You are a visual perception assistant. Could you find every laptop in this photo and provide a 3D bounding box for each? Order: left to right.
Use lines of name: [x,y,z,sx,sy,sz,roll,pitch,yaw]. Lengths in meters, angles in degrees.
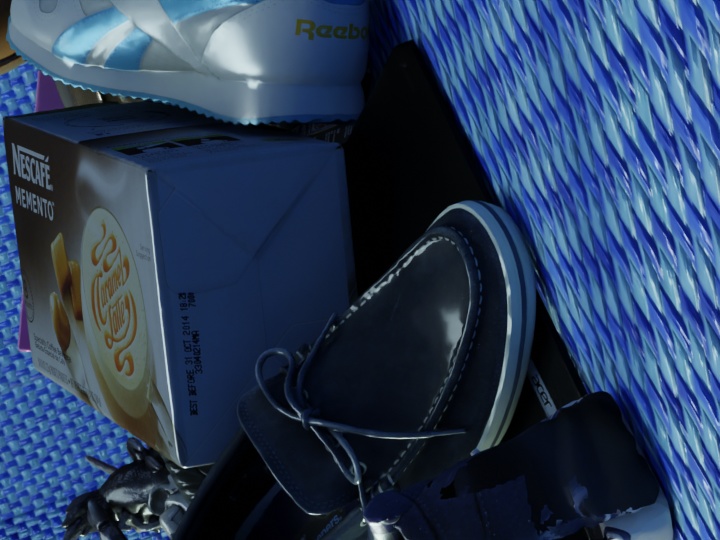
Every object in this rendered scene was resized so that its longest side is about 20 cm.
laptop: [0.056,0.041,1.048,0.200,0.103,0.177,35,-154,-52]

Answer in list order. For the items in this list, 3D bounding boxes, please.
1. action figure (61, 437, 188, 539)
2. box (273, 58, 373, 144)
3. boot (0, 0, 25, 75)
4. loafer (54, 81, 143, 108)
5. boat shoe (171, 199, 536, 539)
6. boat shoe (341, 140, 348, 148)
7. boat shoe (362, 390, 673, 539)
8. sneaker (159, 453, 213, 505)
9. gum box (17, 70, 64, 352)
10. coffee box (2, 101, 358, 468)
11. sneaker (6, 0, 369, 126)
action figure: [-0.073,0.131,1.353,0.102,0.119,0.200,62,166,-20]
box: [-0.046,-0.130,1.239,0.200,0.044,0.160,99,150,-79]
boot: [-0.142,-0.190,1.257,0.074,0.200,0.155,31,162,7]
loafer: [-0.101,-0.105,1.241,0.071,0.073,0.200,37,161,43]
boat shoe: [-0.005,0.058,0.967,0.200,0.062,0.075,-55,49,29]
boat shoe: [0.000,0.000,1.180,0.066,0.074,0.200,55,172,13]
boat shoe: [0.052,0.115,0.923,0.200,0.093,0.075,78,170,-53]
sneaker: [-0.062,0.059,1.288,0.200,0.076,0.077,-111,3,-52]
gum box: [-0.111,-0.044,1.420,0.066,0.113,0.200,-168,82,-87]
coffee box: [-0.072,-0.002,1.093,0.200,0.080,0.115,-157,60,-66]
sneaker: [-0.067,-0.106,1.106,0.200,0.076,0.081,13,102,45]
